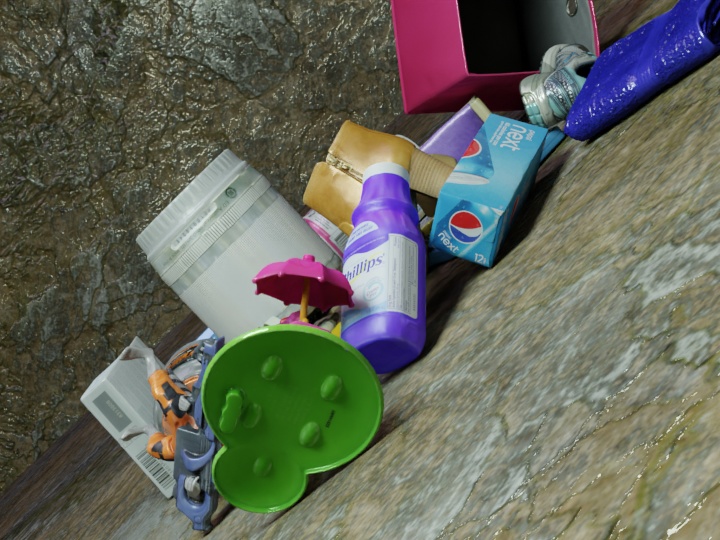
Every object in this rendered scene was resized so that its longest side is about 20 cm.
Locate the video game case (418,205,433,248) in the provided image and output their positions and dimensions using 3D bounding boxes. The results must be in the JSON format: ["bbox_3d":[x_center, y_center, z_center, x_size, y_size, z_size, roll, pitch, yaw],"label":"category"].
[{"bbox_3d":[0.084,-0.065,1.587,0.180,0.026,0.200,-43,8,17],"label":"video game case"}]

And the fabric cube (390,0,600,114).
[{"bbox_3d":[0.170,-0.324,1.773,0.197,0.199,0.199,-5,-7,-21],"label":"fabric cube"}]

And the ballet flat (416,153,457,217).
[{"bbox_3d":[0.067,-0.098,1.481,0.200,0.062,0.070,-133,64,-86],"label":"ballet flat"}]

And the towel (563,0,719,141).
[{"bbox_3d":[0.296,-0.220,1.372,0.199,0.050,0.148,-36,10,45],"label":"towel"}]

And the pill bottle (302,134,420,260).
[{"bbox_3d":[0.011,-0.082,1.846,0.200,0.114,0.113,-45,8,-14],"label":"pill bottle"}]

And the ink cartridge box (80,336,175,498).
[{"bbox_3d":[-0.260,0.177,1.691,0.047,0.160,0.200,-40,8,9],"label":"ink cartridge box"}]

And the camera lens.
[{"bbox_3d":[-0.128,-0.011,1.498,0.160,0.200,0.160,-43,7,6],"label":"camera lens"}]

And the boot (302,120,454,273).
[{"bbox_3d":[0.004,-0.040,1.377,0.071,0.142,0.204,36,-105,-75],"label":"boot"}]

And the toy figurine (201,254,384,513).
[{"bbox_3d":[-0.059,0.077,1.178,0.185,0.148,0.202,-85,15,-57],"label":"toy figurine"}]

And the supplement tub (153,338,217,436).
[{"bbox_3d":[-0.170,0.150,1.522,0.122,0.123,0.200,-43,9,-1],"label":"supplement tub"}]

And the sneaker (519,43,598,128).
[{"bbox_3d":[0.251,-0.214,1.557,0.085,0.079,0.200,-13,20,27],"label":"sneaker"}]

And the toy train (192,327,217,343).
[{"bbox_3d":[-0.149,0.097,1.678,0.200,0.086,0.115,-45,-34,-10],"label":"toy train"}]

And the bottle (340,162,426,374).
[{"bbox_3d":[0.022,-0.007,1.272,0.083,0.065,0.203,-30,46,41],"label":"bottle"}]

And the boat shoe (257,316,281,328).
[{"bbox_3d":[-0.064,0.101,1.334,0.060,0.072,0.201,-39,22,-13],"label":"boat shoe"}]

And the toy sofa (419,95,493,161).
[{"bbox_3d":[0.102,-0.124,1.724,0.200,0.083,0.098,-42,7,14],"label":"toy sofa"}]

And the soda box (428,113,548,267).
[{"bbox_3d":[0.130,-0.084,1.357,0.200,0.067,0.065,-55,-21,-56],"label":"soda box"}]

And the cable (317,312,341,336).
[{"bbox_3d":[-0.066,0.115,1.419,0.096,0.051,0.200,-24,17,34],"label":"cable"}]

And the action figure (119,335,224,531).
[{"bbox_3d":[-0.151,0.136,1.332,0.104,0.192,0.203,-19,-51,-53],"label":"action figure"}]

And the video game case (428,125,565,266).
[{"bbox_3d":[0.138,-0.079,1.548,0.200,0.018,0.143,-47,9,-19],"label":"video game case"}]

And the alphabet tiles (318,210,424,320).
[{"bbox_3d":[0.000,0.000,1.549,0.167,0.006,0.200,-46,6,-22],"label":"alphabet tiles"}]
